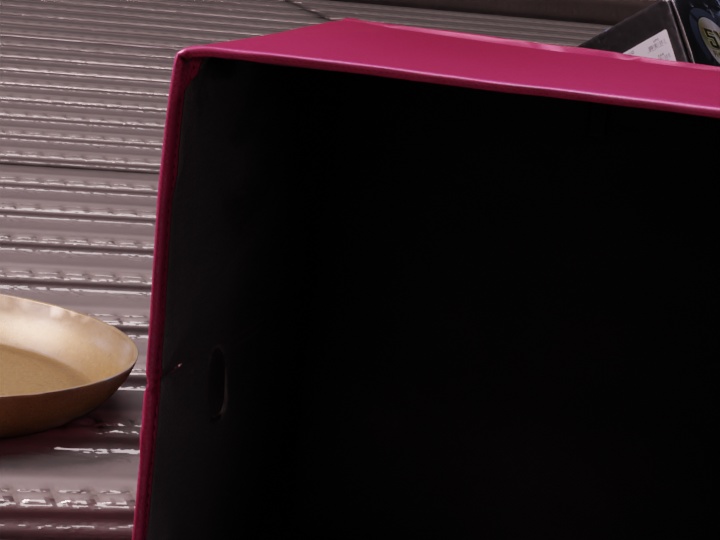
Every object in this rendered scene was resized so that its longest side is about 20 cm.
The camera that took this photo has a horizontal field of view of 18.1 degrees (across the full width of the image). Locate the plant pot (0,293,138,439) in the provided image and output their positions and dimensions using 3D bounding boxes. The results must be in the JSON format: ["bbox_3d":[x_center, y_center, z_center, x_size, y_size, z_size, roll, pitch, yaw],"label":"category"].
[{"bbox_3d":[-0.196,0.039,0.972,0.199,0.028,0.200,6,11,-1],"label":"plant pot"}]

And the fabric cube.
[{"bbox_3d":[0.051,0.032,0.713,0.195,0.201,0.199,8,9,10],"label":"fabric cube"}]

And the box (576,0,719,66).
[{"bbox_3d":[0.194,-0.102,1.508,0.163,0.087,0.200,-4,-17,-44],"label":"box"}]
